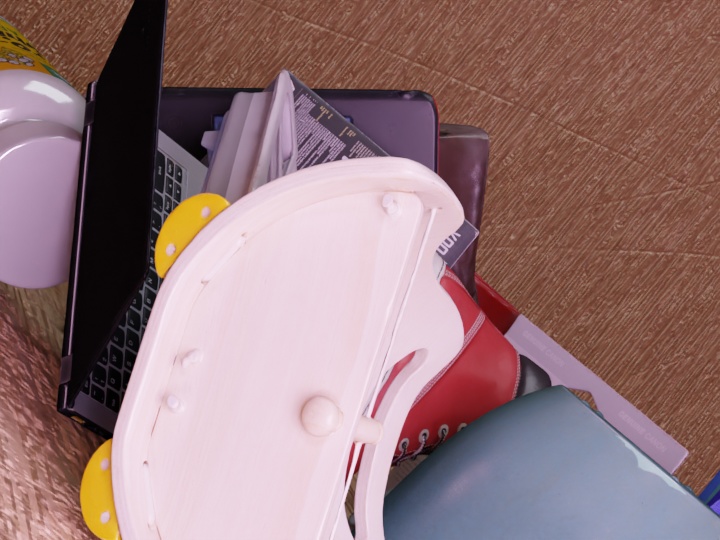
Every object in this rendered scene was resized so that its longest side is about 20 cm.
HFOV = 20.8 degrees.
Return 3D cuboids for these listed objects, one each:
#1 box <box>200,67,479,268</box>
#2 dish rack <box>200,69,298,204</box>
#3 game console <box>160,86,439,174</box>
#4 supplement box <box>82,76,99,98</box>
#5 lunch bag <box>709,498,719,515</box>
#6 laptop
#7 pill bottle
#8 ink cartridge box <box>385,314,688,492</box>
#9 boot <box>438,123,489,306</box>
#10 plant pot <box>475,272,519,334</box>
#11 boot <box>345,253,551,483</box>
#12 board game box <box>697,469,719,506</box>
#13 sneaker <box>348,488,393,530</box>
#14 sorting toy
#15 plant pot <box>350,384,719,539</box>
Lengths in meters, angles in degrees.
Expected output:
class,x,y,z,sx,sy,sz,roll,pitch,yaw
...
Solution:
class,x,y,z,sx,sy,sz,roll,pitch,yaw
box,-0.048,0.002,1.161,0.157,0.200,0.050,39,-25,1
dish rack,-0.053,0.024,0.916,0.172,0.043,0.202,-84,171,-61
game console,-0.049,-0.026,1.244,0.198,0.179,0.031,1,12,6
supplement box,-0.183,-0.064,1.463,0.061,0.109,0.200,38,3,-29
lunch bag,0.230,0.247,1.035,0.169,0.124,0.201,29,38,-23
laptop,-0.079,-0.019,0.944,0.200,0.115,0.189,39,43,-45
pill bottle,-0.203,-0.068,1.074,0.113,0.113,0.200,38,3,-35
ink cartridge box,0.115,0.148,1.314,0.043,0.174,0.200,39,2,-41
boot,0.000,0.000,1.295,0.064,0.185,0.202,-130,-149,-48
plant pot,0.059,0.055,2.313,0.200,0.183,0.200,39,1,-1
boot,0.034,0.097,1.086,0.144,0.201,0.072,46,-38,-14
board game box,0.214,0.219,1.218,0.045,0.201,0.152,37,1,-15
sneaker,0.080,0.204,1.153,0.199,0.080,0.148,-3,-69,53
sorting toy,-0.013,0.065,0.804,0.106,0.202,0.180,15,-7,29
plant pot,0.096,0.156,0.965,0.200,0.161,0.201,39,2,-2
